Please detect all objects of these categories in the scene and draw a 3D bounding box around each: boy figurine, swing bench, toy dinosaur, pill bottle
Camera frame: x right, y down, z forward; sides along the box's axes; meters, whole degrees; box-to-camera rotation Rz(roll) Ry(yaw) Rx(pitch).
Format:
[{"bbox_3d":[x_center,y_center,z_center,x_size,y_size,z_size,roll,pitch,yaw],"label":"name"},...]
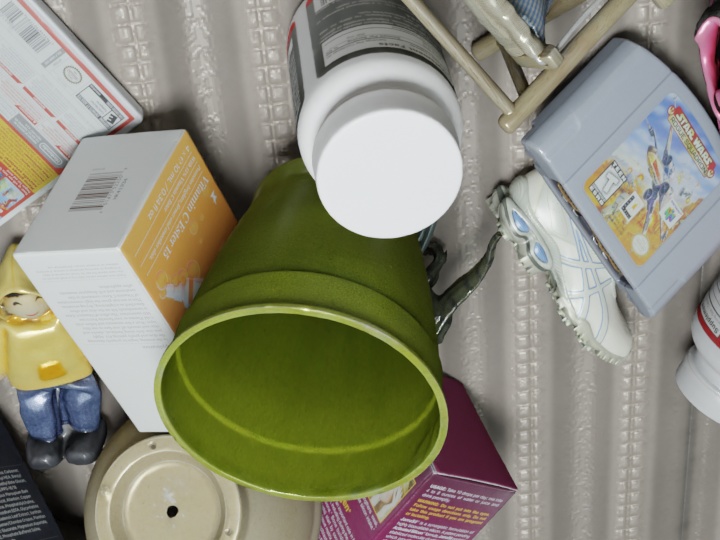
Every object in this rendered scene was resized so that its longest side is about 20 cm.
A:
[{"bbox_3d":[-0.251,0.068,1.170,0.123,0.065,0.201,-3,128,-2],"label":"boy figurine"},{"bbox_3d":[0.108,-0.242,0.963,0.200,0.130,0.199,-38,120,17],"label":"swing bench"},{"bbox_3d":[0.056,0.027,1.164,0.047,0.088,0.201,24,117,-22],"label":"toy dinosaur"},{"bbox_3d":[0.010,-0.115,0.993,0.113,0.201,0.115,-3,125,-5],"label":"pill bottle"},{"bbox_3d":[0.346,0.031,1.189,0.111,0.113,0.201,16,121,-17],"label":"pill bottle"}]

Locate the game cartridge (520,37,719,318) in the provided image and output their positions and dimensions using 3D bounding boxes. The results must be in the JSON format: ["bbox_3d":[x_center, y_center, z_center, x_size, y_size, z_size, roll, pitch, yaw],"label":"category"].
[{"bbox_3d":[0.220,-0.074,1.117,0.133,0.042,0.200,-43,120,-5],"label":"game cartridge"}]

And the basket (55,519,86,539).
[{"bbox_3d":[-0.219,0.306,1.286,0.199,0.181,0.137,23,115,-8],"label":"basket"}]

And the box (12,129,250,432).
[{"bbox_3d":[-0.150,0.012,1.079,0.097,0.125,0.201,-2,136,27],"label":"box"}]

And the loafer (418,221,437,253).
[{"bbox_3d":[0.000,0.000,1.168,0.072,0.063,0.201,38,112,6],"label":"loafer"}]

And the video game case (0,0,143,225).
[{"bbox_3d":[-0.282,-0.109,1.072,0.199,0.018,0.143,-33,122,15],"label":"video game case"}]

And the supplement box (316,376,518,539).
[{"bbox_3d":[0.019,0.198,1.241,0.103,0.131,0.200,18,122,-37],"label":"supplement box"}]

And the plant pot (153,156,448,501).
[{"bbox_3d":[-0.030,0.025,1.026,0.198,0.194,0.201,5,136,4],"label":"plant pot"}]

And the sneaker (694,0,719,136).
[{"bbox_3d":[0.289,-0.114,1.065,0.078,0.095,0.202,-7,111,36],"label":"sneaker"}]

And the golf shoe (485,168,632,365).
[{"bbox_3d":[0.189,-0.007,1.169,0.097,0.079,0.200,-33,123,8],"label":"golf shoe"}]

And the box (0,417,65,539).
[{"bbox_3d":[-0.360,0.235,1.177,0.196,0.117,0.201,-36,76,17],"label":"box"}]

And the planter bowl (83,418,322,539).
[{"bbox_3d":[-0.140,0.195,1.166,0.198,0.135,0.202,-1,82,9],"label":"planter bowl"}]
